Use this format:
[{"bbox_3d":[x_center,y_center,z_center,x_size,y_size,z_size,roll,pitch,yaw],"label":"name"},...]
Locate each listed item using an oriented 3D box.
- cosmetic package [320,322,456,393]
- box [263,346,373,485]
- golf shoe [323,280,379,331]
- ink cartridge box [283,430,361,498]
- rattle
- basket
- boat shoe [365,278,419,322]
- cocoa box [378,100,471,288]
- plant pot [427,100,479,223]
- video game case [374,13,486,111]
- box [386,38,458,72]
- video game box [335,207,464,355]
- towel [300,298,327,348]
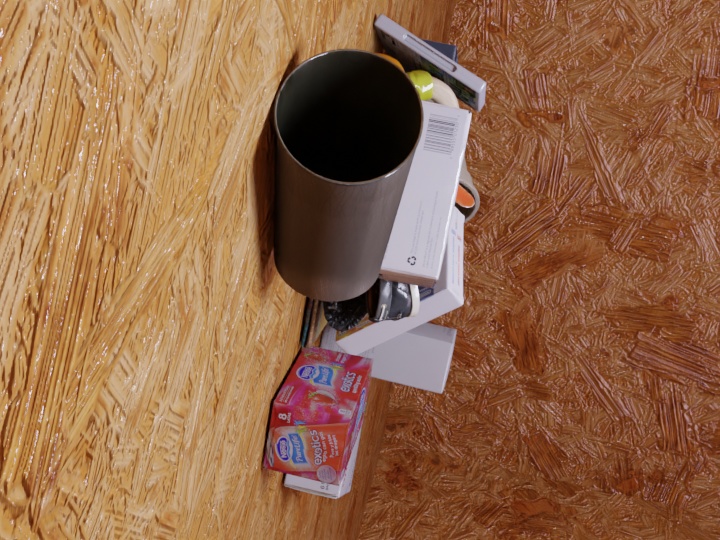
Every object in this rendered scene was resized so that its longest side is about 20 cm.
[{"bbox_3d":[0.043,0.118,1.770,0.108,0.198,0.086,-53,154,-79],"label":"cosmetic package"},{"bbox_3d":[-0.050,0.178,1.458,0.200,0.099,0.097,-61,162,-71],"label":"box"},{"bbox_3d":[0.000,0.000,1.538,0.095,0.077,0.202,89,15,-63],"label":"golf shoe"},{"bbox_3d":[-0.048,0.253,1.702,0.200,0.086,0.147,74,28,-82],"label":"ink cartridge box"},{"bbox_3d":[0.066,-0.176,1.528,0.131,0.142,0.200,-53,130,-18],"label":"rattle"},{"bbox_3d":[-0.022,-0.075,1.103,0.201,0.134,0.182,100,-1,-48],"label":"basket"},{"bbox_3d":[0.021,-0.035,1.451,0.072,0.067,0.202,156,-77,-74],"label":"boat shoe"},{"bbox_3d":[0.046,-0.091,1.361,0.131,0.132,0.202,70,31,-84],"label":"cocoa box"},{"bbox_3d":[0.077,-0.180,1.724,0.201,0.198,0.185,90,1,-65],"label":"plant pot"},{"bbox_3d":[0.107,-0.306,1.712,0.022,0.181,0.200,-56,176,3],"label":"video game case"},{"bbox_3d":[0.091,-0.271,1.936,0.200,0.116,0.199,15,87,-83],"label":"box"},{"bbox_3d":[0.058,0.011,1.661,0.047,0.199,0.183,46,32,-30],"label":"video game box"},{"bbox_3d":[-0.046,0.010,1.578,0.200,0.021,0.148,-57,157,-73],"label":"towel"}]
